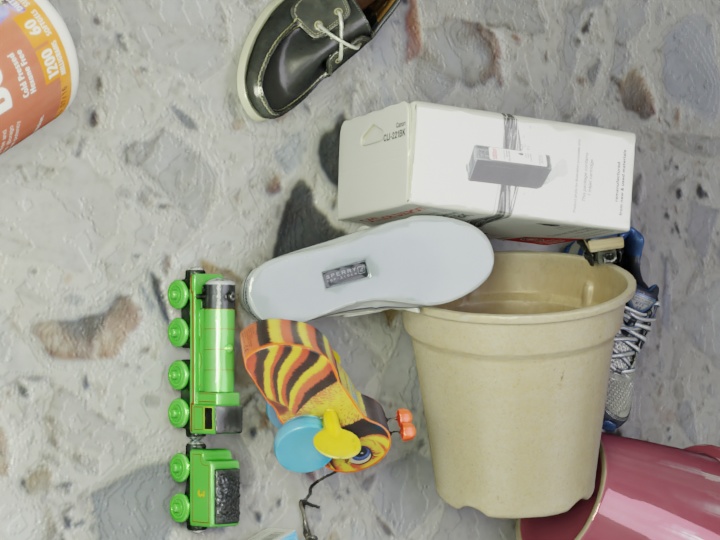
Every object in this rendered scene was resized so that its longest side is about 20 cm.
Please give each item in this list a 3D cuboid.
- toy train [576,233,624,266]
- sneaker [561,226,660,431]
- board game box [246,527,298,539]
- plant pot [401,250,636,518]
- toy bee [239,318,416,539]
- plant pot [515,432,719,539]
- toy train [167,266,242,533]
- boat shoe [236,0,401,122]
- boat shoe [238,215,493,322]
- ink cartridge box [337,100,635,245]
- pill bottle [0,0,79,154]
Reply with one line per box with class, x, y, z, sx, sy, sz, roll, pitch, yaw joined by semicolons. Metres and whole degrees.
toy train;0.188;-0.062;1.864;0.034;0.200;0.046;-8;119;-6
sneaker;0.218;0.043;1.904;0.077;0.085;0.200;23;50;-31
board game box;-0.111;0.295;1.643;0.200;0.034;0.135;-25;106;-42
plant pot;0.125;0.097;1.794;0.200;0.200;0.184;-16;111;-44
toy bee;-0.018;0.109;1.670;0.200;0.108;0.131;72;1;-57
plant pot;0.242;0.229;1.899;0.179;0.200;0.200;26;70;-24
toy train;-0.114;0.097;1.632;0.042;0.056;0.200;1;88;-45
boat shoe;-0.027;-0.193;1.725;0.200;0.068;0.072;-50;123;-32
boat shoe;0.000;0.005;1.707;0.202;0.086;0.075;-15;93;-15
ink cartridge box;0.098;-0.075;1.749;0.200;0.144;0.084;7;83;-23
pill bottle;-0.288;-0.108;1.430;0.200;0.112;0.112;-40;115;-38
